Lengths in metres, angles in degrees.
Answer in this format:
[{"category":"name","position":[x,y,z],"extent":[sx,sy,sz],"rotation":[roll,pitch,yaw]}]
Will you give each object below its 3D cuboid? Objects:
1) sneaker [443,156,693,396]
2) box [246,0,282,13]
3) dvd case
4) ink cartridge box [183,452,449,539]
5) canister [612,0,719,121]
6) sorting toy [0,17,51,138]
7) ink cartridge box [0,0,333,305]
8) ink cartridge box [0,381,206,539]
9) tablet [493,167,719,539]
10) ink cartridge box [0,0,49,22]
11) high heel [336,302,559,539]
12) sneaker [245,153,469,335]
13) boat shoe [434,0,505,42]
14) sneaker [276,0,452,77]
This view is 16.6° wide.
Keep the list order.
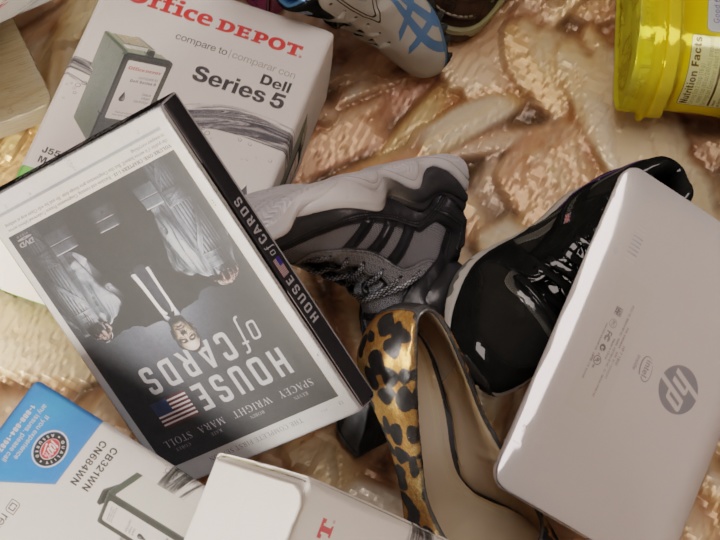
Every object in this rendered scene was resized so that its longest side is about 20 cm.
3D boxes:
[{"category":"sneaker","position":[0.123,-0.008,1.434],"extent":[0.076,0.087,0.200],"rotation":[48,48,-5]},{"category":"box","position":[-0.044,-0.295,1.594],"extent":[0.200,0.097,0.176],"rotation":[-39,73,-21]},{"category":"dvd case","position":[-0.103,0.015,1.363],"extent":[0.200,0.150,0.025],"rotation":[57,36,-12]},{"category":"ink cartridge box","position":[-0.007,0.198,1.275],"extent":[0.200,0.084,0.146],"rotation":[29,79,-38]},{"category":"canister","position":[0.266,-0.160,1.562],"extent":[0.199,0.087,0.149],"rotation":[7,63,-4]},{"category":"sorting toy","position":[-0.317,-0.155,1.511],"extent":[0.199,0.070,0.199],"rotation":[-22,67,-16]},{"category":"ink cartridge box","position":[-0.116,-0.066,1.477],"extent":[0.145,0.084,0.201],"rotation":[18,63,4]},{"category":"ink cartridge box","position":[-0.134,0.179,1.351],"extent":[0.199,0.084,0.146],"rotation":[30,65,10]},{"category":"tablet","position":[0.161,0.058,1.395],"extent":[0.130,0.014,0.201],"rotation":[31,74,-24]},{"category":"ink cartridge box","position":[-0.180,-0.214,1.456],"extent":[0.200,0.145,0.085],"rotation":[-33,94,-42]},{"category":"high heel","position":[0.067,0.112,1.369],"extent":[0.071,0.143,0.200],"rotation":[-36,71,-31]},{"category":"sneaker","position":[0.000,0.000,1.421],"extent":[0.200,0.075,0.114],"rotation":[-15,94,-48]},{"category":"boat shoe","position":[0.103,-0.238,1.588],"extent":[0.074,0.075,0.203],"rotation":[27,65,1]},{"category":"sneaker","position":[-0.012,-0.171,1.497],"extent":[0.072,0.200,0.073],"rotation":[30,81,43]}]
